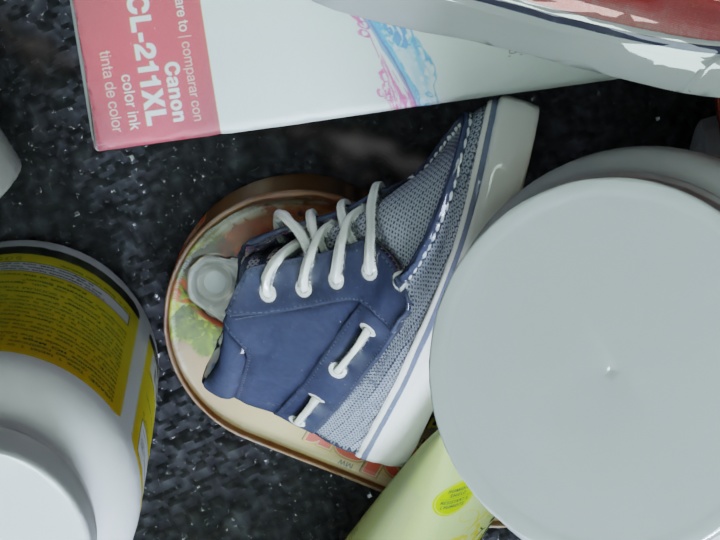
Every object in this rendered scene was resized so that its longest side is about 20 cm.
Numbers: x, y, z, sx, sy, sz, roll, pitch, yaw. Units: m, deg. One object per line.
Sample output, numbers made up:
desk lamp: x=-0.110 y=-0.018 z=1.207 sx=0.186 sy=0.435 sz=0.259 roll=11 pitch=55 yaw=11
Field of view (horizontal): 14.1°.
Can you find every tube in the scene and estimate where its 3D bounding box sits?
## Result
tube: x=0.021 y=0.110 z=1.178 sx=0.052 sy=0.058 sz=0.200 roll=22 pitch=132 yaw=-11

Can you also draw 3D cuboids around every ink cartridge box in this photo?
ink cartridge box: x=-0.004 y=-0.113 z=1.094 sx=0.199 sy=0.146 sz=0.083 roll=-7 pitch=107 yaw=2

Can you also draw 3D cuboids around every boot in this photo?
boot: x=0.000 y=0.000 z=1.102 sx=0.090 sy=0.073 sz=0.200 roll=18 pitch=137 yaw=-4

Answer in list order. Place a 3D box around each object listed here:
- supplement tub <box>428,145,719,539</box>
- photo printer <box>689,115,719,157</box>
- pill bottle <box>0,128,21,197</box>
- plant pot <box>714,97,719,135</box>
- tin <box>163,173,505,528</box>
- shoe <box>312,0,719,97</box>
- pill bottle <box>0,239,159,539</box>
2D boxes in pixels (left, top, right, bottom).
supplement tub: x=0.109 y=0.031 z=1.011 sx=0.144 sy=0.200 sz=0.146 roll=0 pitch=90 yaw=17
photo printer: x=0.201 y=0.029 z=1.186 sx=0.165 sy=0.070 sz=0.201 roll=4 pitch=108 yaw=-2
pill bottle: x=-0.220 y=-0.098 z=1.114 sx=0.114 sy=0.114 sz=0.201 roll=-30 pitch=107 yaw=9
plant pot: x=0.216 y=-0.133 z=1.076 sx=0.175 sy=0.200 sz=0.201 roll=-3 pitch=109 yaw=11
tin: x=0.015 y=0.033 z=1.203 sx=0.199 sy=0.042 sz=0.113 roll=23 pitch=103 yaw=-8
shoe: x=0.081 y=-0.120 z=0.979 sx=0.199 sy=0.072 sz=0.092 roll=11 pitch=113 yaw=0
pill bottle: x=-0.138 y=0.069 z=1.127 sx=0.112 sy=0.200 sz=0.113 roll=0 pitch=108 yaw=0
